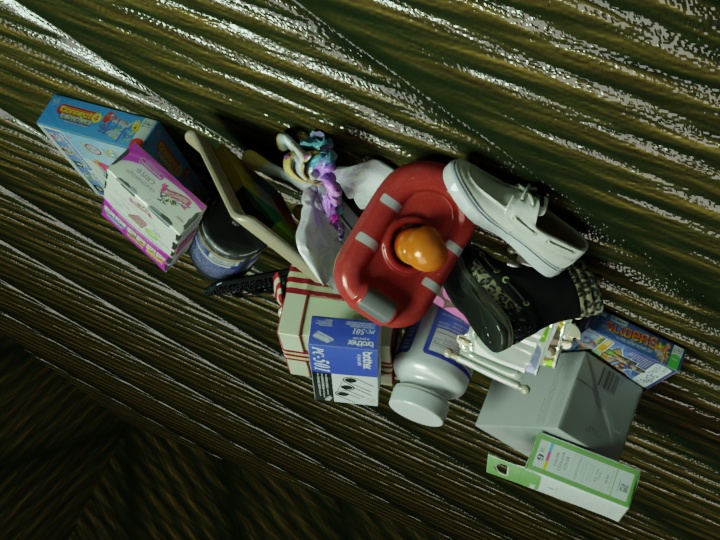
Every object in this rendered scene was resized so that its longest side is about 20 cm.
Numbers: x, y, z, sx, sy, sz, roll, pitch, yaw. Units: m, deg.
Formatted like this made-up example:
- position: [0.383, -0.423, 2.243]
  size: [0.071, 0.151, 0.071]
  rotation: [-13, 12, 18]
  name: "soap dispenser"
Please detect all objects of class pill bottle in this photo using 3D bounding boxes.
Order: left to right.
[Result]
- position: [-0.204, -0.047, 1.700]
  size: [0.111, 0.113, 0.200]
  rotation: [28, 159, -7]
  name: "pill bottle"
- position: [0.112, 0.113, 1.579]
  size: [0.111, 0.201, 0.112]
  rotation: [20, 159, 8]
  name: "pill bottle"

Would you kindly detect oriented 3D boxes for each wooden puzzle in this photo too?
- position: [-0.131, -0.086, 1.432]
  size: [0.185, 0.037, 0.200]
  rotation: [39, -169, -49]
  name: "wooden puzzle"

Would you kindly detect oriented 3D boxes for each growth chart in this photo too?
- position: [0.211, 0.066, 1.437]
  size: [0.144, 0.201, 0.018]
  rotation: [30, -157, 6]
  name: "growth chart"

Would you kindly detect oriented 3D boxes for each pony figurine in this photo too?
- position: [-0.048, -0.093, 1.383]
  size: [0.193, 0.167, 0.200]
  rotation: [47, 169, -22]
  name: "pony figurine"

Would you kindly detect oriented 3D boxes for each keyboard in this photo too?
- position: [-0.142, 0.025, 1.742]
  size: [0.198, 0.040, 0.104]
  rotation: [-9, 174, -24]
  name: "keyboard"

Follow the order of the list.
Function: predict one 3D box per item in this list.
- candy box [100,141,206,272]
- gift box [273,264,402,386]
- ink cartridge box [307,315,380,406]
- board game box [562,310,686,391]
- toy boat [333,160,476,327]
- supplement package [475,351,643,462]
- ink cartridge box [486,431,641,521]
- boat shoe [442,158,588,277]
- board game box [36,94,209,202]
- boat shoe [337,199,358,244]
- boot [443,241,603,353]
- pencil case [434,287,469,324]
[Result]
- position: [-0.299, -0.087, 1.592]
  size: [0.136, 0.061, 0.200]
  rotation: [42, 159, -2]
  name: "candy box"
- position: [-0.029, 0.048, 1.634]
  size: [0.185, 0.202, 0.185]
  rotation: [6, 150, 6]
  name: "gift box"
- position: [-0.020, 0.126, 1.518]
  size: [0.093, 0.045, 0.200]
  rotation: [5, 152, 4]
  name: "ink cartridge box"
- position: [0.352, 0.121, 1.556]
  size: [0.134, 0.035, 0.200]
  rotation: [26, 160, 1]
  name: "board game box"
- position: [0.064, -0.030, 1.284]
  size: [0.130, 0.201, 0.131]
  rotation: [32, 175, -19]
  name: "toy boat"
- position: [0.282, 0.197, 1.602]
  size: [0.121, 0.121, 0.200]
  rotation: [31, 160, -23]
  name: "supplement package"
- position: [0.277, 0.276, 1.535]
  size: [0.198, 0.060, 0.104]
  rotation: [19, 161, 12]
  name: "ink cartridge box"
- position: [0.182, -0.070, 1.272]
  size: [0.200, 0.071, 0.070]
  rotation: [39, 129, -21]
  name: "boat shoe"
- position: [-0.352, -0.166, 1.670]
  size: [0.194, 0.056, 0.200]
  rotation: [17, 158, 23]
  name: "board game box"
- position: [0.000, -0.001, 1.505]
  size: [0.202, 0.086, 0.075]
  rotation: [51, -179, -3]
  name: "boat shoe"
- position: [0.190, 0.007, 1.374]
  size: [0.204, 0.152, 0.074]
  rotation: [-120, 21, -44]
  name: "boot"
- position: [0.168, 0.033, 1.502]
  size: [0.199, 0.091, 0.094]
  rotation: [30, 118, -15]
  name: "pencil case"
